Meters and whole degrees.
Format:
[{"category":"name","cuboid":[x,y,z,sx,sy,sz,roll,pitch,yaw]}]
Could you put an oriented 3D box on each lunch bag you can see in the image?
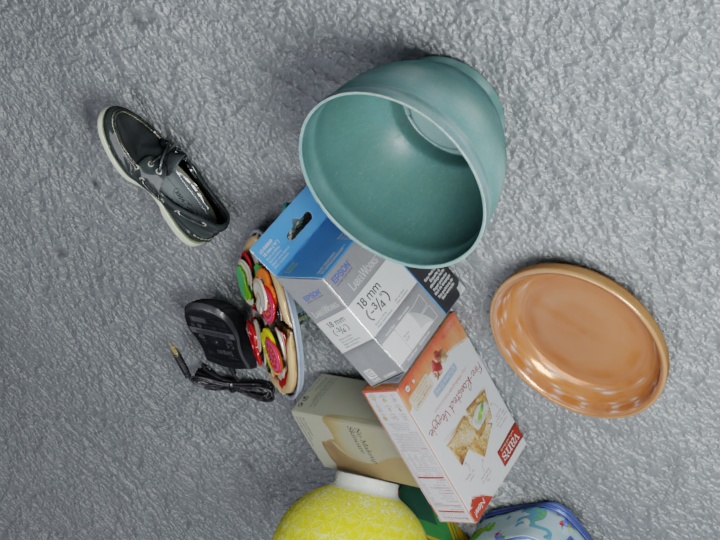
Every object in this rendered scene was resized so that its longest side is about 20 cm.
[{"category":"lunch bag","cuboid":[0.235,0.375,1.847,0.200,0.083,0.160,49,141,-12]}]

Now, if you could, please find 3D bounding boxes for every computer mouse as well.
[{"category":"computer mouse","cuboid":[-0.189,0.088,1.939,0.140,0.046,0.200,7,143,28]}]

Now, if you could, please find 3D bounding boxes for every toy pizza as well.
[{"category":"toy pizza","cuboid":[-0.108,0.053,1.754,0.200,0.032,0.201,168,90,-75]}]

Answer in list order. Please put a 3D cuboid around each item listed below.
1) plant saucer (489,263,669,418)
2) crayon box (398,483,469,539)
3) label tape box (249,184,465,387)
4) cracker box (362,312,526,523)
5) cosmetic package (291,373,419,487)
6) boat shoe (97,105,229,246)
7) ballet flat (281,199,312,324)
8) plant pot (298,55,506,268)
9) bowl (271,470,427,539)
[{"category":"plant saucer","cuboid":[0.231,0.068,1.590,0.199,0.037,0.201,23,139,21]},{"category":"crayon box","cuboid":[0.078,0.359,1.981,0.200,0.051,0.127,48,140,-12]},{"category":"label tape box","cuboid":[0.000,0.000,1.620,0.200,0.144,0.063,48,141,-11]},{"category":"cracker box","cuboid":[0.098,0.166,1.712,0.057,0.134,0.201,-6,124,42]},{"category":"cosmetic package","cuboid":[0.023,0.193,1.825,0.199,0.071,0.105,4,133,45]},{"category":"boat shoe","cuboid":[-0.219,-0.112,1.743,0.066,0.075,0.200,-12,120,42]},{"category":"ballet flat","cuboid":[-0.058,0.004,1.738,0.074,0.074,0.201,25,143,17]},{"category":"plant pot","cuboid":[0.060,-0.122,1.463,0.199,0.134,0.201,22,139,21]},{"category":"bowl","cuboid":[-0.002,0.305,1.854,0.199,0.108,0.200,13,173,1]}]
